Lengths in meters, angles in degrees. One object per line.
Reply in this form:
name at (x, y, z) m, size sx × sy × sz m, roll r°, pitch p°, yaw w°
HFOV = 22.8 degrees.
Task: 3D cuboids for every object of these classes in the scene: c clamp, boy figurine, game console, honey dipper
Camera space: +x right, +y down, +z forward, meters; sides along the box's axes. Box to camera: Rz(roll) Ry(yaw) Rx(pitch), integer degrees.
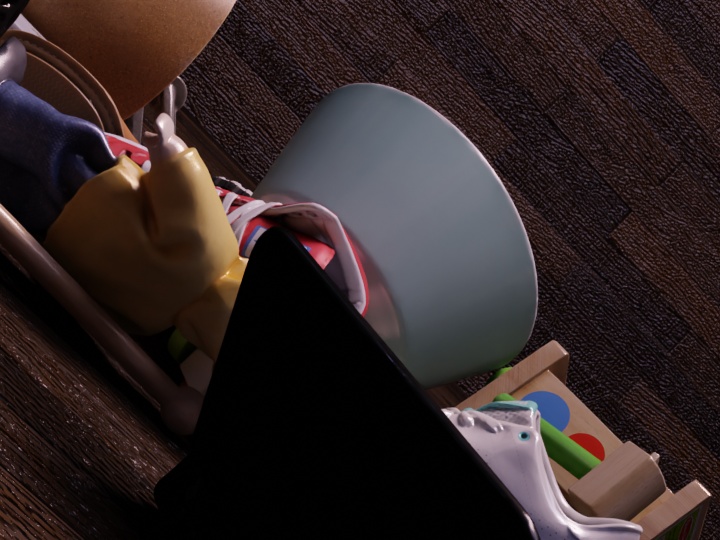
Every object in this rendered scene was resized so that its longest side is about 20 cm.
c clamp at (-0.149, -0.110, 1.225) m, size 0.027 × 0.172 × 0.200 m, roll 6°, pitch 20°, yaw -18°
boy figurine at (-0.101, -0.021, 0.818) m, size 0.199 × 0.124 × 0.065 m, roll 35°, pitch 43°, yaw -4°
game console at (0.017, 0.112, 0.637) m, size 0.176 × 0.116 × 0.200 m, roll 44°, pitch 4°, yaw -42°
honey dipper at (-0.136, 0.003, 0.790) m, size 0.200 × 0.038 × 0.038 m, roll 49°, pitch 1°, yaw -20°

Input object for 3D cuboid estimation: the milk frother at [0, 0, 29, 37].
milk frother at (-0.237, -0.226, 0.859) m, size 0.188 × 0.200 × 0.180 m, roll 46°, pitch 6°, yaw 13°

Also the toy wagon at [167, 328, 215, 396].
toy wagon at (-0.042, 0.089, 0.929) m, size 0.155 × 0.040 × 0.200 m, roll 47°, pitch 3°, yaw 22°

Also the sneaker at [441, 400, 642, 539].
sneaker at (0.043, 0.088, 0.850) m, size 0.200 × 0.089 × 0.075 m, roll 39°, pitch 5°, yaw 11°

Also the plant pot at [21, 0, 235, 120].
plant pot at (-0.204, -0.220, 1.151) m, size 0.200 × 0.186 × 0.186 m, roll 46°, pitch 2°, yaw -31°

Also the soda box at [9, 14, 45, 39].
soda box at (-0.279, -0.185, 1.052) m, size 0.200 × 0.064 × 0.068 m, roll 45°, pitch 3°, yaw -1°

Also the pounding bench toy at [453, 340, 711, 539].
pounding bench toy at (0.108, 0.124, 1.064) m, size 0.156 × 0.124 × 0.201 m, roll 47°, pitch -23°, yaw 28°

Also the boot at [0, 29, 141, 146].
boot at (-0.158, -0.058, 1.062) m, size 0.200 × 0.074 × 0.155 m, roll 52°, pitch -1°, yaw -13°

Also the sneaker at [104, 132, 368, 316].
sneaker at (-0.085, -0.021, 0.939) m, size 0.199 × 0.072 × 0.112 m, roll 27°, pitch -11°, yaw -22°

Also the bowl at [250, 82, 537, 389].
bowl at (0.000, 0.000, 1.083) m, size 0.200 × 0.105 × 0.202 m, roll 32°, pitch -39°, yaw 31°

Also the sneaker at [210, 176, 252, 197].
sneaker at (-0.050, 0.015, 1.241) m, size 0.200 × 0.074 × 0.079 m, roll 46°, pitch -5°, yaw 22°
